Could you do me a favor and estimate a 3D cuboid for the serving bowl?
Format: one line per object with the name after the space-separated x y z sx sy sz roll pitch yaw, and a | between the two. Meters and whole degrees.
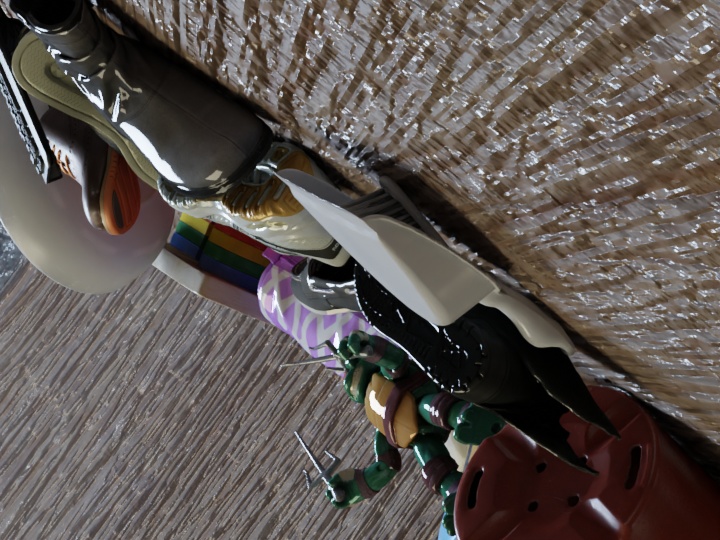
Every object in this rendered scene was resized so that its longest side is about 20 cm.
-0.219 -0.086 1.658 0.066 0.201 0.200 -21 135 33 | serving bowl

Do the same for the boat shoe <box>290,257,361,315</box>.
0.000 0.000 1.441 0.200 0.067 0.057 19 140 61 | boat shoe

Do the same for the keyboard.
-0.267 -0.158 1.475 0.127 0.020 0.201 128 119 -82 | keyboard

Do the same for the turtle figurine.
0.024 0.104 1.446 0.200 0.100 0.151 27 133 48 | turtle figurine

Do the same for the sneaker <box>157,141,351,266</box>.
-0.068 -0.046 1.350 0.088 0.076 0.200 40 175 -31 | sneaker

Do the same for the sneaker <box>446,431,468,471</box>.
0.118 0.143 1.612 0.199 0.094 0.070 38 -157 7 | sneaker

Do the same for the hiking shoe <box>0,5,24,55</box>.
-0.319 -0.210 1.701 0.200 0.075 0.101 -79 -19 -75 | hiking shoe

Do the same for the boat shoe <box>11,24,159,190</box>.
-0.163 -0.120 1.454 0.200 0.072 0.068 37 -164 -22 | boat shoe

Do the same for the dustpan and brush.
0.050 0.001 1.153 0.200 0.057 0.139 47 173 -26 | dustpan and brush

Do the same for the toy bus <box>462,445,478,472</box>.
0.165 0.185 1.493 0.199 0.065 0.078 29 149 -22 | toy bus

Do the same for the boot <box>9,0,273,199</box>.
-0.150 -0.123 1.280 0.200 0.070 0.132 25 163 48 | boot

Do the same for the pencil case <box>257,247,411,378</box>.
0.005 0.047 1.578 0.199 0.084 0.086 29 165 38 | pencil case

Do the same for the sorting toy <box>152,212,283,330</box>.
-0.077 0.003 1.752 0.199 0.070 0.199 24 -178 -27 | sorting toy

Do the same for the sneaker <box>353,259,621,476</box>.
0.076 0.047 1.253 0.104 0.060 0.200 21 -161 -37 | sneaker

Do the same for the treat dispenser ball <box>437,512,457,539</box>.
0.167 0.248 1.740 0.200 0.201 0.201 36 175 3 | treat dispenser ball

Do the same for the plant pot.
0.171 0.191 1.318 0.200 0.201 0.195 31 165 52 | plant pot

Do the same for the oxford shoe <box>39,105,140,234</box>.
-0.209 -0.085 1.528 0.200 0.072 0.072 -103 4 -58 | oxford shoe
